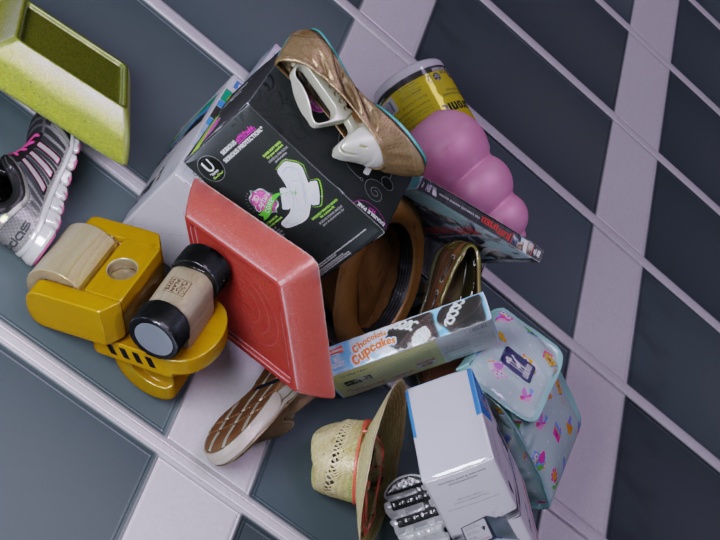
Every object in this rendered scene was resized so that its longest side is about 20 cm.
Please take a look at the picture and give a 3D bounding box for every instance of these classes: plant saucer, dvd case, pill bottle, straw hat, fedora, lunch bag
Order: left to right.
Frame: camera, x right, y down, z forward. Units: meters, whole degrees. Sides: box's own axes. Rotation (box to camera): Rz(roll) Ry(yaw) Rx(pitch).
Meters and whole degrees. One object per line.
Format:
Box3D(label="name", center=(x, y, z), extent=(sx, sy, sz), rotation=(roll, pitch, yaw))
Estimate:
Box3D(label="plant saucer", center=(-0.325, -0.221, 1.546), extent=(0.199, 0.048, 0.200), rotation=(33, 19, -23))
Box3D(label="plant saucer", center=(-0.112, 0.027, 1.478), extent=(0.037, 0.200, 0.200), rotation=(-35, 49, -28))
Box3D(label="straw hat", center=(-0.013, 0.208, 1.555), extent=(0.085, 0.201, 0.201), rotation=(9, 41, 12))
Box3D(label="fedora", center=(0.000, 0.000, 1.694), extent=(0.200, 0.082, 0.201), rotation=(-30, 129, -46))
Box3D(label="pill bottle", center=(0.111, -0.183, 1.960), extent=(0.111, 0.111, 0.200), rotation=(-17, 75, -49))
Box3D(label="dvd case", center=(0.111, -0.060, 1.753), extent=(0.200, 0.146, 0.022), rotation=(28, 76, -28))
Box3D(label="lunch bag", center=(0.180, 0.165, 1.717), extent=(0.170, 0.122, 0.200), rotation=(-54, 129, -51))

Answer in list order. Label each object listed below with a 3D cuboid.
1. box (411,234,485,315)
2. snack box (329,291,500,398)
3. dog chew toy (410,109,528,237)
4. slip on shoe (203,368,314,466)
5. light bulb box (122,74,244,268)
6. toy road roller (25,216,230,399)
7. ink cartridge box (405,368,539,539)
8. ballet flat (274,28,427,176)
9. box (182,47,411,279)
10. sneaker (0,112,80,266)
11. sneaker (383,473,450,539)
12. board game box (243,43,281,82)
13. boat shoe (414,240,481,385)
Box3D(label="box", center=(0.063, -0.029, 1.836), extent=(0.200, 0.060, 0.117), rotation=(41, 40, -14))
Box3D(label="snack box", center=(0.056, 0.087, 1.610), extent=(0.116, 0.200, 0.037), rotation=(60, 11, -70))
Box3D(label="dog chew toy", center=(0.141, -0.112, 1.837), extent=(0.200, 0.125, 0.125), rotation=(48, 39, 1))
Box3D(label="slip on shoe", center=(-0.099, 0.157, 1.534), extent=(0.061, 0.076, 0.200), rotation=(60, 32, -16))
Box3D(label="light bulb box", center=(-0.136, -0.079, 1.626), extent=(0.198, 0.125, 0.200), rotation=(39, 42, -16))
Box3D(label="toy road roller", center=(-0.234, 0.047, 1.458), extent=(0.200, 0.146, 0.123), rotation=(17, 46, 15))
Box3D(label="ink cartridge box", center=(0.126, 0.232, 1.554), extent=(0.147, 0.086, 0.200), rotation=(-100, 165, -52))
Box3D(label="ballet flat", center=(-0.018, -0.161, 1.467), extent=(0.072, 0.068, 0.200), rotation=(-41, 94, -30))
Box3D(label="box", center=(-0.061, -0.119, 1.534), extent=(0.200, 0.124, 0.149), rotation=(43, 40, -15))
Box3D(label="sneaker", center=(-0.352, -0.103, 1.471), extent=(0.087, 0.074, 0.200), rotation=(28, 47, -30))
Box3D(label="sneaker", center=(0.078, 0.327, 1.576), extent=(0.081, 0.075, 0.201), rotation=(80, -1, -80))
Box3D(label="board game box", center=(-0.081, -0.167, 1.811), extent=(0.200, 0.043, 0.199), rotation=(42, 40, -12))
Box3D(label="boat shoe", center=(0.109, 0.061, 1.751), extent=(0.072, 0.068, 0.201), rotation=(7, 83, -20))
